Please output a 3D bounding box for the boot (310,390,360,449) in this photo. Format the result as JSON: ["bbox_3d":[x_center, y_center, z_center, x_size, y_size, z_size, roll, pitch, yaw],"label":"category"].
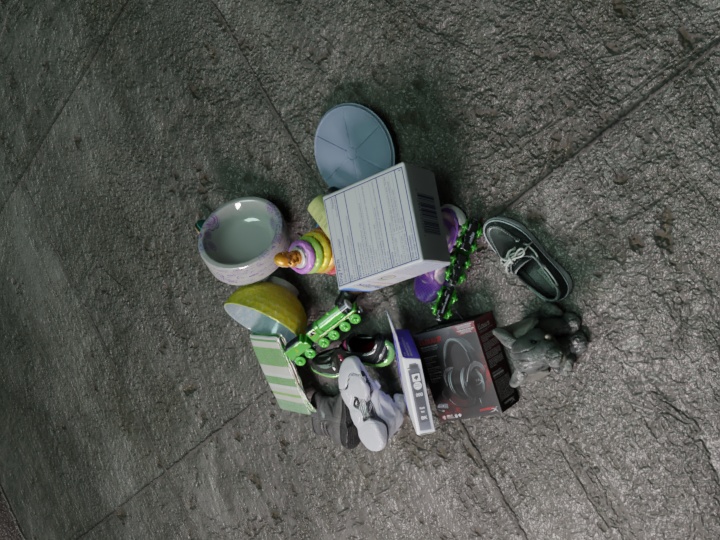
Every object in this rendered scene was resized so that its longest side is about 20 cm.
[{"bbox_3d":[-0.060,0.291,1.759,0.131,0.069,0.203,16,105,41],"label":"boot"}]

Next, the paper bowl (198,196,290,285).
[{"bbox_3d":[-0.253,-0.057,1.757,0.199,0.201,0.105,30,157,29],"label":"paper bowl"}]

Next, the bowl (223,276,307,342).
[{"bbox_3d":[-0.195,0.079,1.770,0.198,0.200,0.109,12,65,35],"label":"bowl"}]

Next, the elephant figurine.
[{"bbox_3d":[0.294,0.133,1.353,0.141,0.199,0.156,41,123,22],"label":"elephant figurine"}]

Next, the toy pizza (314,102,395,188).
[{"bbox_3d":[-0.010,-0.240,1.605,0.198,0.032,0.203,14,116,32],"label":"toy pizza"}]

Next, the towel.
[{"bbox_3d":[-0.181,0.233,1.802,0.152,0.023,0.202,-3,114,54],"label":"towel"}]

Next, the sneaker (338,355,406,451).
[{"bbox_3d":[0.027,0.263,1.646,0.075,0.114,0.202,-17,93,39],"label":"sneaker"}]

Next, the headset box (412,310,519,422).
[{"bbox_3d":[0.199,0.177,1.518,0.148,0.077,0.202,-17,92,39],"label":"headset box"}]

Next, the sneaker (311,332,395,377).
[{"bbox_3d":[-0.022,0.169,1.668,0.198,0.077,0.084,-18,128,24],"label":"sneaker"}]

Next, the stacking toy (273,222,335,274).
[{"bbox_3d":[-0.106,-0.033,1.627,0.115,0.199,0.111,28,117,28],"label":"stacking toy"}]

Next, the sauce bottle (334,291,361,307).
[{"bbox_3d":[0.000,0.000,1.640,0.065,0.064,0.202,38,122,25],"label":"sauce bottle"}]

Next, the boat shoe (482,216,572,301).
[{"bbox_3d":[0.287,-0.019,1.406,0.200,0.068,0.074,51,126,18],"label":"boat shoe"}]

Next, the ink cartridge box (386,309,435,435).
[{"bbox_3d":[0.096,0.188,1.532,0.043,0.198,0.203,-13,102,-1],"label":"ink cartridge box"}]

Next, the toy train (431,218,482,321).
[{"bbox_3d":[0.180,-0.002,1.477,0.041,0.056,0.202,20,96,1],"label":"toy train"}]

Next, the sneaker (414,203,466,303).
[{"bbox_3d":[0.135,-0.028,1.512,0.080,0.088,0.202,27,117,28],"label":"sneaker"}]

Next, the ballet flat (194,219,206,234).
[{"bbox_3d":[-0.328,-0.056,1.883,0.199,0.068,0.068,29,120,31],"label":"ballet flat"}]

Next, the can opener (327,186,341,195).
[{"bbox_3d":[0.022,-0.120,1.585,0.198,0.064,0.079,21,73,23],"label":"can opener"}]

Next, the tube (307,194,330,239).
[{"bbox_3d":[-0.032,-0.067,1.587,0.201,0.052,0.058,52,170,19],"label":"tube"}]

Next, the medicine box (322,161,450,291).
[{"bbox_3d":[0.046,-0.074,1.455,0.198,0.102,0.185,-19,75,35],"label":"medicine box"}]

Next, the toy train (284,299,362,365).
[{"bbox_3d":[-0.080,0.128,1.662,0.199,0.042,0.056,-39,112,20],"label":"toy train"}]
